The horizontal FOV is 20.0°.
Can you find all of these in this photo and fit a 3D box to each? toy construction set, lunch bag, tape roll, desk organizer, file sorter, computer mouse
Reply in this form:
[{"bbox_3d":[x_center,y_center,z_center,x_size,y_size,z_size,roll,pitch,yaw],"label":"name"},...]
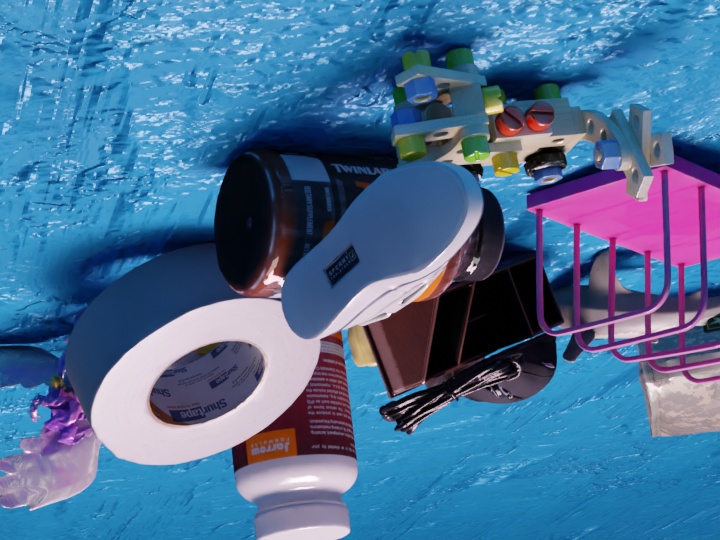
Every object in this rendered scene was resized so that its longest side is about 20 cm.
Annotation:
[{"bbox_3d":[0.105,-0.095,1.354,0.200,0.092,0.131,9,159,-13],"label":"toy construction set"},{"bbox_3d":[0.355,0.093,2.004,0.164,0.118,0.200,-8,168,6],"label":"lunch bag"},{"bbox_3d":[-0.136,0.070,1.668,0.200,0.066,0.200,-20,143,-16],"label":"tape roll"},{"bbox_3d":[0.089,0.043,1.703,0.077,0.072,0.200,-22,178,31],"label":"desk organizer"},{"bbox_3d":[0.248,0.007,1.611,0.200,0.126,0.139,18,156,-41],"label":"file sorter"},{"bbox_3d":[0.096,0.103,1.719,0.140,0.046,0.200,-25,177,16],"label":"computer mouse"}]

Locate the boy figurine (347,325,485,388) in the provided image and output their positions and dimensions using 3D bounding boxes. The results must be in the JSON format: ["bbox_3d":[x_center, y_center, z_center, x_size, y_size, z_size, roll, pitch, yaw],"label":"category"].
[{"bbox_3d":[0.052,0.068,1.891,0.124,0.064,0.200,-12,166,23],"label":"boy figurine"}]

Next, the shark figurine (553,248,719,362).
[{"bbox_3d":[0.248,0.017,1.795,0.214,0.090,0.128,-6,-161,24],"label":"shark figurine"}]

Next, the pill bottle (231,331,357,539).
[{"bbox_3d":[-0.062,0.143,1.848,0.113,0.200,0.113,-7,163,-2],"label":"pill bottle"}]

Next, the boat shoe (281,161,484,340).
[{"bbox_3d":[0.024,-0.016,1.351,0.065,0.074,0.200,-7,163,-41],"label":"boat shoe"}]

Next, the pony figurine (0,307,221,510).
[{"bbox_3d":[-0.241,0.107,1.790,0.193,0.167,0.200,-5,149,-35],"label":"pony figurine"}]

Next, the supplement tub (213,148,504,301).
[{"bbox_3d":[0.003,-0.031,1.474,0.200,0.107,0.107,1,161,-28],"label":"supplement tub"}]
